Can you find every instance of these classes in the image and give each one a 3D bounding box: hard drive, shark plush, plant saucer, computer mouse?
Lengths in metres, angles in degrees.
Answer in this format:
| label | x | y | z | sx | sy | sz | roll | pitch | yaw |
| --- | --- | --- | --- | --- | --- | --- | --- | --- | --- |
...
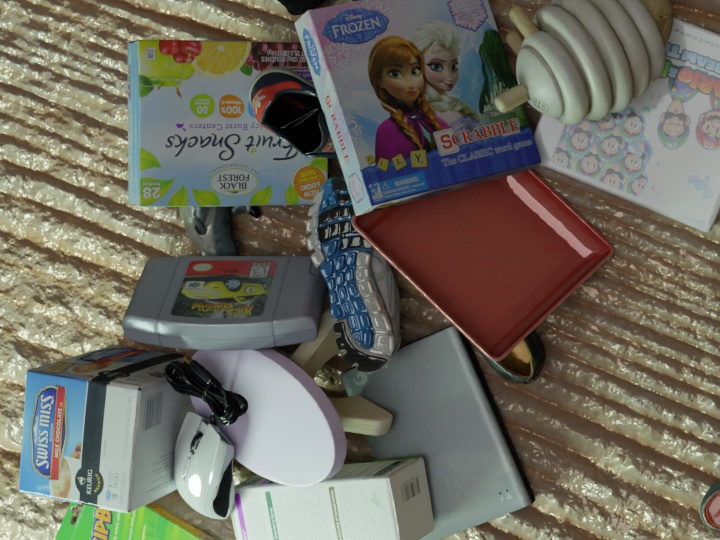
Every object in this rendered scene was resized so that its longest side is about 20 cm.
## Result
| label | x | y | z | sx | sy | sz | roll | pitch | yaw |
| --- | --- | --- | --- | --- | --- | --- | --- | --- | --- |
| hard drive | 0.079 | 0.171 | 1.761 | 0.139 | 0.033 | 0.201 | -24 | 87 | 19 |
| shark plush | -0.146 | -0.062 | 1.799 | 0.083 | 0.091 | 0.201 | -17 | 84 | -11 |
| plant saucer | 0.118 | -0.026 | 1.674 | 0.200 | 0.200 | 0.037 | 44 | 147 | 10 |
| computer mouse | -0.161 | 0.184 | 1.725 | 0.110 | 0.044 | 0.201 | 34 | 136 | 33 |

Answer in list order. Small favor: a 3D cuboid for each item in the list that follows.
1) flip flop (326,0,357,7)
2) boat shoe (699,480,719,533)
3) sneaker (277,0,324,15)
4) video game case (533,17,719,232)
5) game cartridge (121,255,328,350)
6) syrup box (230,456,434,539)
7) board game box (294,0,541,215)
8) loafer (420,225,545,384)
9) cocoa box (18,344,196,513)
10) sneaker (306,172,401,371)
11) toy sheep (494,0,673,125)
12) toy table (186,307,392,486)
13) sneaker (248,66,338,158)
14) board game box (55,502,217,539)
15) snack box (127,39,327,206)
| label | x | y | z | sx | sy | sz | roll | pitch | yaw |
| --- | --- | --- | --- | --- | --- | --- | --- | --- | --- |
| flip flop | 0.029 | -0.196 | 1.732 | 0.081 | 0.058 | 0.200 | -32 | 103 | 24 |
| boat shoe | 0.422 | 0.220 | 1.638 | 0.199 | 0.063 | 0.071 | -12 | 93 | 20 |
| sneaker | -0.039 | -0.303 | 1.747 | 0.199 | 0.076 | 0.088 | 14 | 114 | 20 |
| video game case | 0.285 | -0.158 | 1.668 | 0.199 | 0.024 | 0.183 | 23 | 102 | 15 |
| game cartridge | -0.136 | 0.032 | 1.731 | 0.199 | 0.133 | 0.041 | 0 | 125 | 7 |
| syrup box | -0.031 | 0.246 | 1.759 | 0.199 | 0.079 | 0.082 | -7 | 95 | 31 |
| board game box | 0.058 | -0.173 | 1.659 | 0.041 | 0.199 | 0.200 | -29 | 79 | 63 |
| loafer | 0.116 | 0.030 | 1.695 | 0.073 | 0.072 | 0.200 | -43 | 94 | 4 |
| cocoa box | -0.251 | 0.161 | 1.781 | 0.131 | 0.200 | 0.134 | 8 | 98 | 18 |
| sneaker | 0.000 | 0.000 | 1.727 | 0.075 | 0.087 | 0.201 | -9 | 92 | 21 |
| toy sheep | 0.211 | -0.205 | 1.607 | 0.200 | 0.138 | 0.138 | -32 | 84 | -6 |
| toy table | -0.069 | 0.133 | 1.742 | 0.200 | 0.117 | 0.184 | 40 | 123 | 23 |
| sneaker | -0.017 | -0.133 | 1.679 | 0.199 | 0.085 | 0.075 | 18 | 114 | -11 |
| board game box | -0.238 | 0.308 | 1.881 | 0.200 | 0.030 | 0.096 | 27 | 102 | 11 |
| snack box | -0.135 | -0.149 | 1.733 | 0.199 | 0.068 | 0.169 | -1 | 95 | -17 |
